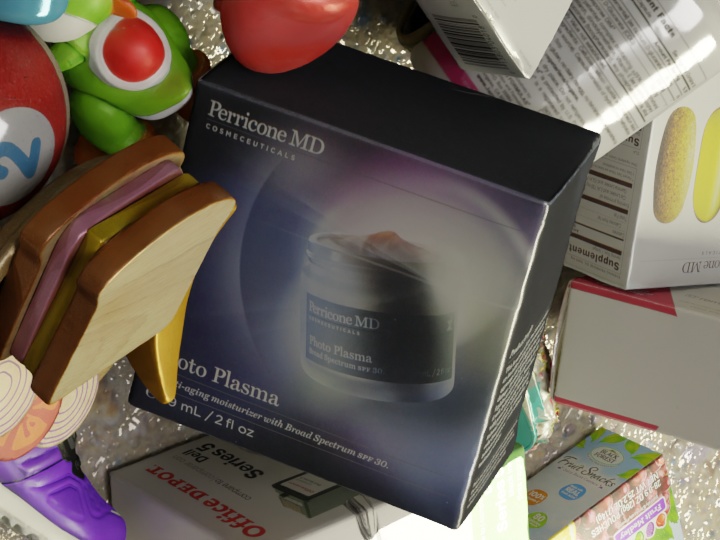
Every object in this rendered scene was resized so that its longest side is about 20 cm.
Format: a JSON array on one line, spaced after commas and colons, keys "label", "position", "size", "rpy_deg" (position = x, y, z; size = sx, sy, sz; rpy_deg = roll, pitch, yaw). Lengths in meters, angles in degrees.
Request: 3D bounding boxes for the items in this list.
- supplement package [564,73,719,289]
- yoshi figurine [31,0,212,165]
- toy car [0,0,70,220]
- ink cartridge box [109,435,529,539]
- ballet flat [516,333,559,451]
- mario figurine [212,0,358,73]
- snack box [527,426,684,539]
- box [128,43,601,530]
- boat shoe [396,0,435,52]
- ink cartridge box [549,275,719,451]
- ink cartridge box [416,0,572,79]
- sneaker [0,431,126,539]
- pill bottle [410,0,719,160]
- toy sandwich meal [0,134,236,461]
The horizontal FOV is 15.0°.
[{"label": "supplement package", "position": [0.181, -0.100, 1.676], "size": [0.113, 0.109, 0.201], "rpy_deg": [-4, 108, -38]}, {"label": "yoshi figurine", "position": [-0.156, -0.134, 1.419], "size": [0.111, 0.113, 0.200], "rpy_deg": [-18, 143, 12]}, {"label": "toy car", "position": [-0.239, -0.064, 1.257], "size": [0.200, 0.176, 0.185], "rpy_deg": [-60, 165, -70]}, {"label": "ink cartridge box", "position": [-0.024, 0.145, 1.572], "size": [0.199, 0.145, 0.084], "rpy_deg": [-19, 117, -34]}, {"label": "ballet flat", "position": [0.078, 0.023, 1.677], "size": [0.064, 0.075, 0.201], "rpy_deg": [-61, 145, -47]}, {"label": "mario figurine", "position": [-0.046, -0.202, 1.405], "size": [0.106, 0.123, 0.201], "rpy_deg": [-21, 115, -69]}, {"label": "snack box", "position": [0.125, 0.227, 1.776], "size": [0.200, 0.068, 0.169], "rpy_deg": [-32, 123, -26]}, {"label": "box", "position": [0.000, 0.000, 1.464], "size": [0.123, 0.199, 0.199], "rpy_deg": [-46, 153, -63]}, {"label": "boat shoe", "position": [0.092, -0.203, 1.591], "size": [0.063, 0.073, 0.201], "rpy_deg": [31, 86, -44]}, {"label": "ink cartridge box", "position": [0.231, 0.046, 1.711], "size": [0.200, 0.146, 0.083], "rpy_deg": [-13, 114, -56]}, {"label": "ink cartridge box", "position": [0.093, -0.215, 1.464], "size": [0.201, 0.050, 0.109], "rpy_deg": [-61, 140, -21]}, {"label": "sneaker", "position": [-0.182, 0.085, 1.473], "size": [0.200, 0.069, 0.100], "rpy_deg": [39, 78, -41]}, {"label": "pill bottle", "position": [0.137, -0.134, 1.531], "size": [0.200, 0.114, 0.113], "rpy_deg": [-35, 128, 4]}, {"label": "toy sandwich meal", "position": [-0.131, 0.023, 1.349], "size": [0.205, 0.070, 0.206], "rpy_deg": [-47, 159, -24]}]
